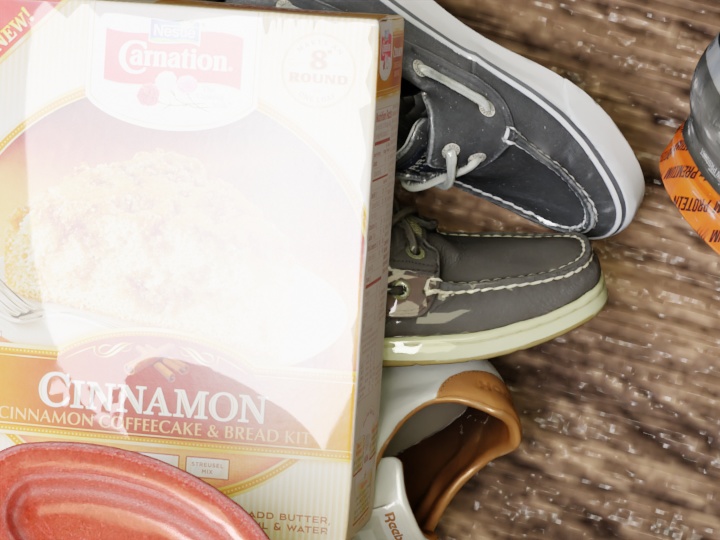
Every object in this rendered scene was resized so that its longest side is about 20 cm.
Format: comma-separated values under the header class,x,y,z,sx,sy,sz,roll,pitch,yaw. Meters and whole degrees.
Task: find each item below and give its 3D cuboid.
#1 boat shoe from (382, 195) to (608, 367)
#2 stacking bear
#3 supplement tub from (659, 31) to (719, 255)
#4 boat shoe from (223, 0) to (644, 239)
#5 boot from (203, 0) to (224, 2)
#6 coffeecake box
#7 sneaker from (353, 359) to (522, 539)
class,x,y,z,sx,sy,sz,roll,pitch,yaw
boat shoe,-0.001,0.000,1.197,0.200,0.072,0.066,-6,111,1
stacking bear,-0.093,0.141,1.082,0.114,0.200,0.122,1,76,-11
supplement tub,0.215,-0.088,1.171,0.122,0.123,0.200,41,118,4
boat shoe,0.028,-0.064,1.200,0.200,0.072,0.068,38,51,-19
boot,-0.072,-0.106,1.236,0.154,0.073,0.204,-18,86,-3
coffeecake box,-0.069,-0.003,1.131,0.153,0.073,0.200,4,96,8
sneaker,-0.024,0.097,1.194,0.200,0.085,0.073,-36,126,-7
